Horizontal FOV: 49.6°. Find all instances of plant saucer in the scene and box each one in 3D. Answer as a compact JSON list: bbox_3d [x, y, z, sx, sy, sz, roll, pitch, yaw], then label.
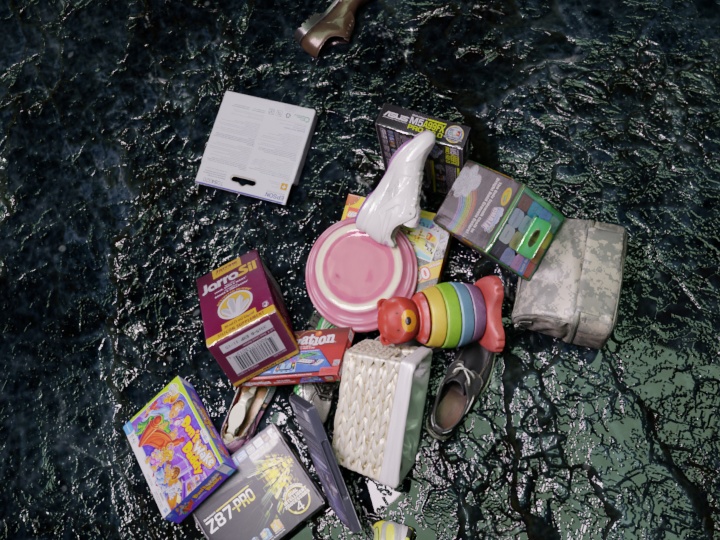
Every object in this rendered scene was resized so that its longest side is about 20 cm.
[{"bbox_3d":[0.000,0.000,1.322,0.195,0.051,0.206,-2,74,7],"label":"plant saucer"}]

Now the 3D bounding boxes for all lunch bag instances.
[{"bbox_3d":[0.345,0.014,1.301,0.164,0.140,0.205,12,74,11],"label":"lunch bag"}]

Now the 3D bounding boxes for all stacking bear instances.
[{"bbox_3d":[0.122,0.076,1.269,0.195,0.114,0.125,-4,94,-15],"label":"stacking bear"}]

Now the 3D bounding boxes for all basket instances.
[{"bbox_3d":[0.033,0.221,1.256,0.120,0.135,0.205,10,98,17],"label":"basket"}]

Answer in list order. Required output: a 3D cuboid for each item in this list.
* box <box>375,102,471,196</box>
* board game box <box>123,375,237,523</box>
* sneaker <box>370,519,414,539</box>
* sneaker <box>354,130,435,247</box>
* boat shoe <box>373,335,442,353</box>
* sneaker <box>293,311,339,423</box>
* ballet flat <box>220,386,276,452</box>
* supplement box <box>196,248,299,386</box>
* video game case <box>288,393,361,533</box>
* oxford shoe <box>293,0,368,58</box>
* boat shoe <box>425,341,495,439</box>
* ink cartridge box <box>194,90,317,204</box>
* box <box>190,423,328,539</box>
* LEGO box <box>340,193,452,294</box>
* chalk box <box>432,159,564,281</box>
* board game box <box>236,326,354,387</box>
[{"bbox_3d":[0.114,-0.204,1.372,0.157,0.201,0.045,18,73,15],"label":"box"},{"bbox_3d":[-0.309,0.299,1.320,0.134,0.045,0.200,-42,53,1],"label":"board game box"},{"bbox_3d":[0.020,0.498,1.240,0.075,0.076,0.203,17,65,21],"label":"sneaker"},{"bbox_3d":[0.076,-0.131,1.273,0.099,0.075,0.202,36,109,10],"label":"sneaker"},{"bbox_3d":[0.099,0.116,1.349,0.197,0.057,0.068,-27,71,0],"label":"boat shoe"},{"bbox_3d":[-0.057,0.166,1.333,0.084,0.078,0.205,0,71,34],"label":"sneaker"},{"bbox_3d":[-0.191,0.217,1.353,0.068,0.071,0.204,19,76,9],"label":"ballet flat"},{"bbox_3d":[-0.196,0.076,1.335,0.129,0.104,0.201,-28,36,-1],"label":"supplement box"},{"bbox_3d":[-0.058,0.301,1.234,0.019,0.143,0.204,-22,95,-15],"label":"video game case"},{"bbox_3d":[-0.035,-0.500,1.565,0.199,0.073,0.085,-42,87,-3],"label":"oxford shoe"},{"bbox_3d":[0.174,0.188,1.311,0.071,0.068,0.202,26,74,16],"label":"boat shoe"},{"bbox_3d":[-0.201,-0.235,1.513,0.192,0.043,0.205,14,77,11],"label":"ink cartridge box"},{"bbox_3d":[-0.177,0.384,1.308,0.198,0.049,0.162,-36,73,-3],"label":"box"},{"bbox_3d":[0.057,-0.035,1.392,0.195,0.077,0.152,13,75,12],"label":"LEGO box"},{"bbox_3d":[0.238,-0.076,1.271,0.126,0.123,0.199,-58,38,5],"label":"chalk box"},{"bbox_3d":[-0.112,0.145,1.305,0.195,0.020,0.104,-8,40,24],"label":"board game box"}]
